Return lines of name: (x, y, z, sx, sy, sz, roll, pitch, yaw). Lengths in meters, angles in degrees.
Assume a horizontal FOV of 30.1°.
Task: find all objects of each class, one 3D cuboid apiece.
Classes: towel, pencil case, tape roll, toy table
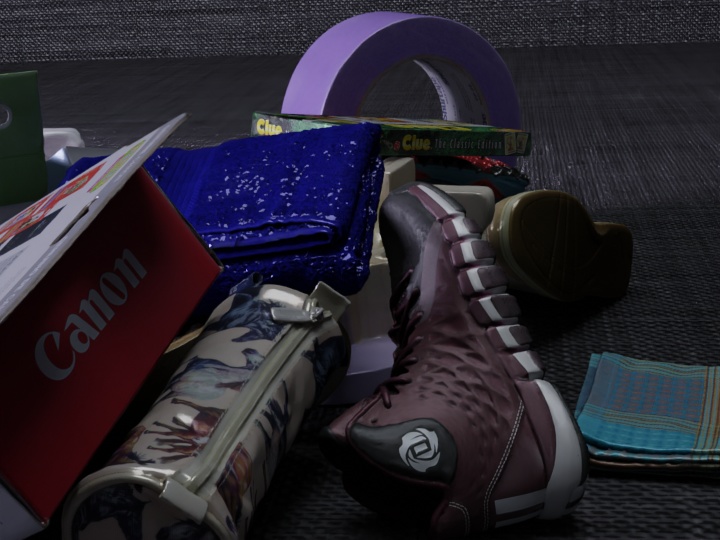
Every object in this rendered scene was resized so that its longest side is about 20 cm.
towel: (0.216, 0.080, 0.738, 0.197, 0.022, 0.147, 2, 16, 16)
pencil case: (-0.065, 0.076, 0.626, 0.077, 0.090, 0.200, 31, 29, 0)
tape roll: (0.035, -0.120, 1.163, 0.197, 0.203, 0.085, -9, 15, -25)
toy table: (0.000, 0.000, 0.886, 0.181, 0.119, 0.200, 0, 16, 10)
towel: (-0.089, -0.034, 0.770, 0.197, 0.050, 0.149, -6, 39, 11)

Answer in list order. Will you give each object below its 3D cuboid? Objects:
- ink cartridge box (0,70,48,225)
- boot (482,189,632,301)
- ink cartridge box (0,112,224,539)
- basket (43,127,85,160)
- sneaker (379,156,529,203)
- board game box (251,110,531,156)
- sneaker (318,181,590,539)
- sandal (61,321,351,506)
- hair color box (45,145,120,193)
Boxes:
ink cartridge box: (-0.247, -0.019, 0.827, 0.103, 0.203, 0.059, -12, 18, -34)
boot: (0.097, -0.019, 0.978, 0.153, 0.073, 0.199, 6, -2, 32)
ink cartridge box: (-0.149, 0.036, 0.607, 0.174, 0.084, 0.201, -27, 20, 31)
basket: (-0.318, -0.041, 1.063, 0.197, 0.138, 0.123, -7, 11, -18)
sneaker: (0.048, -0.051, 1.093, 0.197, 0.097, 0.079, 7, 11, -26)
board game box: (0.027, -0.101, 1.002, 0.198, 0.024, 0.104, -4, 16, -44)
sneaker: (0.022, 0.045, 0.667, 0.114, 0.076, 0.201, -17, 55, -16)
sandal: (-0.104, 0.062, 0.749, 0.210, 0.079, 0.069, -23, 27, -39)
hair color box: (-0.137, -0.027, 0.941, 0.060, 0.100, 0.199, -32, -15, 29)
